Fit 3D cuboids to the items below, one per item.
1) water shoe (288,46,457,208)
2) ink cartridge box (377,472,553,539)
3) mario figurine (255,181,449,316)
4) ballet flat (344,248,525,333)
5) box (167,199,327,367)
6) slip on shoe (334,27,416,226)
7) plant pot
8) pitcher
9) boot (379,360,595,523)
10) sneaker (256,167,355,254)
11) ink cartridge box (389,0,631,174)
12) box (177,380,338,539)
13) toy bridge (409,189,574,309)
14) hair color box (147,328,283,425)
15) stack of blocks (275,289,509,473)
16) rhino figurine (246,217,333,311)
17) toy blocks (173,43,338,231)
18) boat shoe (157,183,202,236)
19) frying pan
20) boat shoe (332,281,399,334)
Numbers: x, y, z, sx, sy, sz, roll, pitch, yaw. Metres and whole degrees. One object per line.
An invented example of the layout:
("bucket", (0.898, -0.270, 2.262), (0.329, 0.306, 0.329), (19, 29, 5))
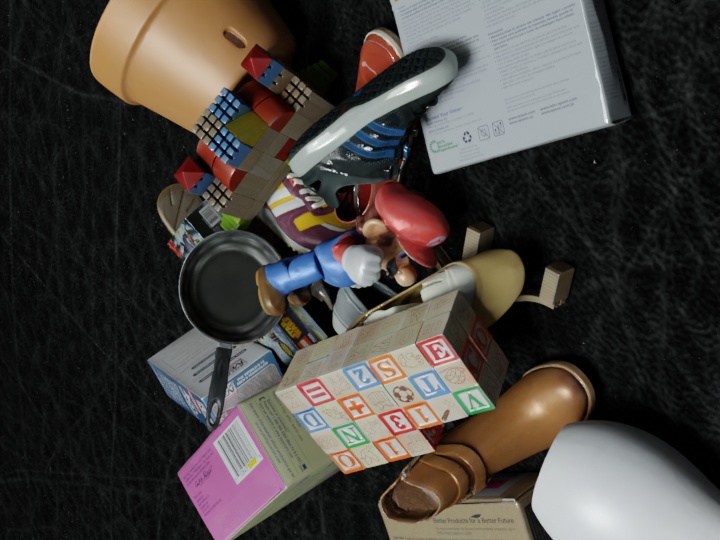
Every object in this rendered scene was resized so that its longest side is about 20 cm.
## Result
("water shoe", (0.023, -0.127, 0.855), (0.198, 0.072, 0.079), (-27, 115, 38))
("ink cartridge box", (0.128, 0.297, 0.965), (0.198, 0.074, 0.168), (-15, 94, 48))
("mario figurine", (0.000, 0.000, 0.900), (0.197, 0.125, 0.106), (-24, 125, 28))
("ballet flat", (0.062, 0.039, 0.867), (0.199, 0.062, 0.070), (-34, 61, 35))
("box", (-0.132, 0.021, 1.074), (0.201, 0.040, 0.137), (50, 159, -5))
("slip on shoe", (0.011, -0.132, 0.924), (0.073, 0.061, 0.204), (30, 124, 36))
("plant pot", (-0.160, -0.229, 0.977), (0.140, 0.200, 0.201), (41, 133, 4))
("pitcher", (0.247, 0.225, 0.797), (0.197, 0.121, 0.174), (23, 137, 25))
("boot", (0.115, 0.166, 0.866), (0.074, 0.153, 0.200), (55, 136, 11))
("sneaker", (-0.067, -0.087, 1.012), (0.198, 0.074, 0.092), (33, 128, 30))
("ink cartridge box", (0.116, -0.201, 0.802), (0.197, 0.040, 0.204), (-9, 99, 48))
("box", (-0.071, 0.184, 1.031), (0.098, 0.198, 0.176), (55, 136, 13))
("toy bridge", (0.108, -0.011, 0.896), (0.198, 0.027, 0.069), (29, 125, 35))
("hair color box", (-0.175, 0.126, 1.147), (0.199, 0.099, 0.061), (15, 135, 59))
("stack of blocks", (0.034, 0.107, 0.859), (0.198, 0.059, 0.116), (-23, 116, 36))
("rhino figurine", (-0.096, -0.017, 1.077), (0.199, 0.059, 0.088), (39, 149, 27))
("toy blocks", (-0.108, -0.130, 0.927), (0.100, 0.136, 0.201), (43, 101, 18))
("boat shoe", (-0.182, -0.015, 1.171), (0.202, 0.072, 0.065), (56, 173, -2))
("frying pan", (-0.121, 0.055, 0.968), (0.031, 0.112, 0.194), (161, 97, -75))
("boat shoe", (0.044, 0.065, 0.961), (0.199, 0.069, 0.073), (33, 131, 35))
